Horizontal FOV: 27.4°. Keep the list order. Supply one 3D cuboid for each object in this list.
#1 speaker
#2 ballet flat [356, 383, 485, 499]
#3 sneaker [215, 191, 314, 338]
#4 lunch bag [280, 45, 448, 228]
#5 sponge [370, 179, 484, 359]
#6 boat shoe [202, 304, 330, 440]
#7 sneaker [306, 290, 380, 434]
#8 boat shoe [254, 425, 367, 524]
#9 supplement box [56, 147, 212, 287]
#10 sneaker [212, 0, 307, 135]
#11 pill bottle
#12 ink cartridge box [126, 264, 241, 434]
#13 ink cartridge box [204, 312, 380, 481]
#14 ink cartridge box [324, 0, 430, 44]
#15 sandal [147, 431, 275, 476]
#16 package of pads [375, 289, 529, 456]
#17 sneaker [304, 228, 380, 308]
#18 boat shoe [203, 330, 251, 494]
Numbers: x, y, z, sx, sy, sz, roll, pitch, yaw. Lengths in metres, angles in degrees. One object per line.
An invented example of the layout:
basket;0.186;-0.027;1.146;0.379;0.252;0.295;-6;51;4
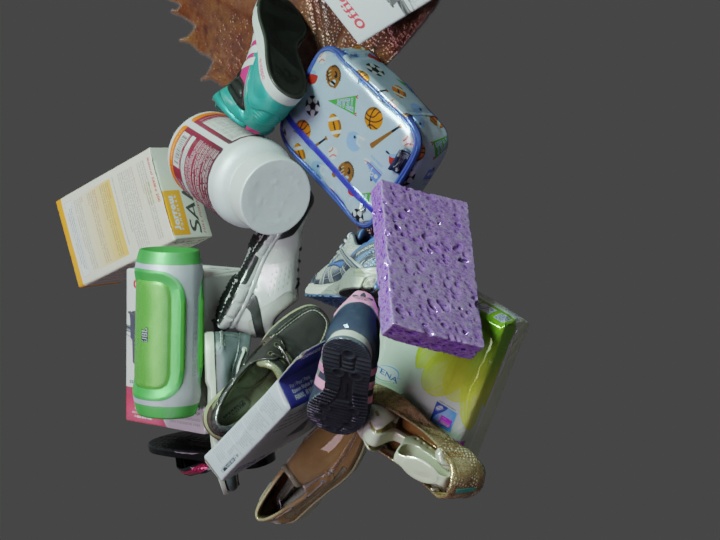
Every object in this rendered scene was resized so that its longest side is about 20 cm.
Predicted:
speaker;-0.232;0.074;1.782;0.088;0.088;0.201;6;98;38
ballet flat;0.046;0.184;1.604;0.199;0.065;0.071;29;115;31
sneaker;-0.102;-0.008;1.798;0.201;0.080;0.074;-62;17;11
lunch bag;0.001;-0.148;1.692;0.200;0.075;0.161;50;123;25
sponge;0.070;-0.004;1.570;0.030;0.111;0.201;-51;32;44
boat shoe;-0.104;0.121;1.738;0.072;0.201;0.066;46;166;-7
sneaker;-0.010;0.101;1.571;0.070;0.082;0.200;18;144;0
boat shoe;-0.060;0.239;1.770;0.072;0.076;0.200;47;120;25
supplement box;-0.298;-0.068;1.934;0.199;0.073;0.127;-22;80;38
sneaker;-0.119;-0.232;1.740;0.121;0.083;0.201;-44;32;33
pill bottle;-0.144;-0.114;1.749;0.200;0.109;0.110;34;116;54
ink cartridge box;-0.223;0.096;1.881;0.144;0.084;0.201;4;96;37
ink cartridge box;-0.060;0.142;1.685;0.041;0.199;0.200;49;123;11
ink cartridge box;0.037;-0.358;1.598;0.199;0.084;0.145;-27;112;36
sandal;-0.194;0.242;1.883;0.199;0.075;0.045;6;107;35
package of pads;0.085;0.108;1.651;0.154;0.068;0.201;32;112;31
sneaker;0.000;0.000;1.688;0.200;0.077;0.086;-13;59;66
boat shoe;-0.154;0.172;1.789;0.073;0.061;0.201;-159;64;-79
